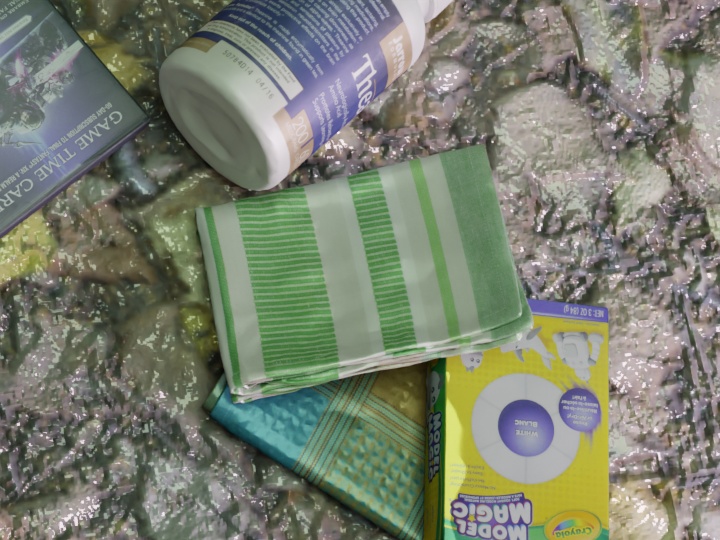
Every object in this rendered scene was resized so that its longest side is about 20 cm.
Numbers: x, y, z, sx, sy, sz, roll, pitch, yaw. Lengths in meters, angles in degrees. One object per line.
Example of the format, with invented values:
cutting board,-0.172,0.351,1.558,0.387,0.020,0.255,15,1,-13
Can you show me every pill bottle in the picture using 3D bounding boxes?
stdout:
pill bottle,-0.028,-0.153,1.830,0.111,0.111,0.200,46,67,2

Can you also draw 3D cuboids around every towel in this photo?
towel,0.012,0.087,1.812,0.200,0.022,0.147,34,67,-4
towel,0.000,0.000,1.793,0.200,0.023,0.153,-13,59,-1

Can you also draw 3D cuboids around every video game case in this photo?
video game case,-0.255,-0.132,1.809,0.143,0.019,0.200,-39,87,-23

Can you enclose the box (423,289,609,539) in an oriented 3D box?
box,0.101,0.118,1.794,0.117,0.048,0.200,6,72,-14
